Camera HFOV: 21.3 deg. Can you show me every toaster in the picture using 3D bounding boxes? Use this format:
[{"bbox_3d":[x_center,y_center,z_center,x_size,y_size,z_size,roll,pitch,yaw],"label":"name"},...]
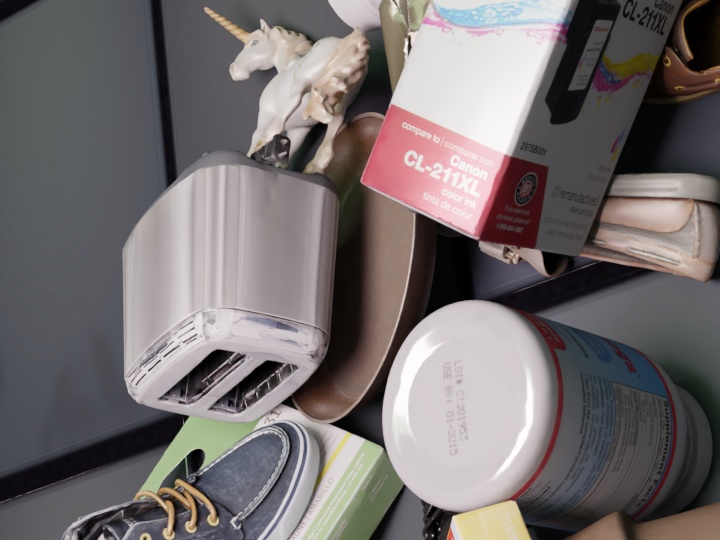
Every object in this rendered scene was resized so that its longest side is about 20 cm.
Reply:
[{"bbox_3d":[-0.082,0.014,1.233,0.200,0.113,0.130,-38,45,52],"label":"toaster"}]

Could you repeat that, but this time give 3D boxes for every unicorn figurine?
[{"bbox_3d":[-0.047,-0.118,1.304,0.199,0.074,0.139,-6,59,51],"label":"unicorn figurine"}]

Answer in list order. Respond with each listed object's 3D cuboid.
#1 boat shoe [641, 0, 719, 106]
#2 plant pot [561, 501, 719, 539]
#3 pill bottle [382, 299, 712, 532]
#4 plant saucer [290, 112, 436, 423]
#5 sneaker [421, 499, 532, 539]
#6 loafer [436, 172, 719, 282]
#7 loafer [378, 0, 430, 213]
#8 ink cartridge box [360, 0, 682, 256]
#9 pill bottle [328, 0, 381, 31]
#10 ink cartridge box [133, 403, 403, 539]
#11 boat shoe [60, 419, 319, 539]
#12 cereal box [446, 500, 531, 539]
[{"bbox_3d":[0.197,-0.139,1.119,0.199,0.067,0.073,5,82,41],"label":"boat shoe"},{"bbox_3d":[0.218,0.188,0.961,0.174,0.200,0.201,-29,60,10],"label":"plant pot"},{"bbox_3d":[0.110,0.086,1.049,0.108,0.199,0.110,-11,72,37],"label":"pill bottle"},{"bbox_3d":[0.000,0.000,1.235,0.200,0.032,0.202,-34,51,56],"label":"plant saucer"},{"bbox_3d":[0.054,0.119,1.114,0.104,0.199,0.060,50,117,9],"label":"sneaker"},{"bbox_3d":[0.125,-0.023,1.154,0.198,0.072,0.064,-2,84,37],"label":"loafer"},{"bbox_3d":[0.048,-0.134,1.132,0.069,0.075,0.202,16,95,29],"label":"loafer"},{"bbox_3d":[0.098,-0.120,1.053,0.082,0.145,0.202,26,100,28],"label":"ink cartridge box"},{"bbox_3d":[0.071,-0.216,1.216,0.199,0.111,0.112,-12,71,37],"label":"pill bottle"},{"bbox_3d":[-0.085,0.155,1.263,0.199,0.048,0.146,19,67,39],"label":"ink cartridge box"},{"bbox_3d":[-0.111,0.158,1.179,0.201,0.091,0.071,-49,45,-10],"label":"boat shoe"},{"bbox_3d":[0.074,0.232,0.991,0.201,0.039,0.145,100,153,-53],"label":"cereal box"}]
